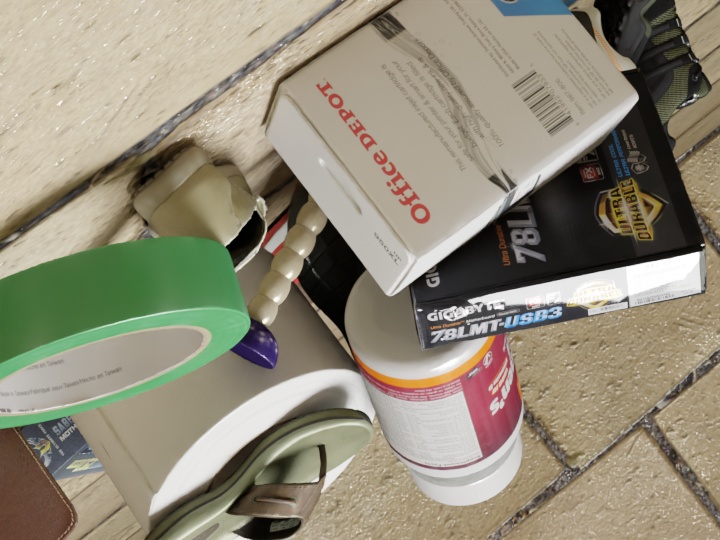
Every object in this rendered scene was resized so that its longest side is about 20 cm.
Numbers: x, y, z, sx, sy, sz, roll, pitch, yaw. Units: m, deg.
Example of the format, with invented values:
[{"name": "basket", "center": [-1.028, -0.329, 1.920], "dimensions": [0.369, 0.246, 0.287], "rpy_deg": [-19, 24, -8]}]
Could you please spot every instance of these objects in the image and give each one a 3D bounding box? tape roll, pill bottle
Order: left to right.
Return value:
[{"name": "tape roll", "center": [-0.167, 0.040, 1.158], "dimensions": [0.199, 0.049, 0.201], "rpy_deg": [-18, 167, -4]}, {"name": "tape roll", "center": [-0.106, 0.098, 1.439], "dimensions": [0.202, 0.139, 0.203], "rpy_deg": [-29, 150, -19]}, {"name": "pill bottle", "center": [0.060, 0.082, 1.396], "dimensions": [0.109, 0.110, 0.201], "rpy_deg": [-37, 143, -13]}]

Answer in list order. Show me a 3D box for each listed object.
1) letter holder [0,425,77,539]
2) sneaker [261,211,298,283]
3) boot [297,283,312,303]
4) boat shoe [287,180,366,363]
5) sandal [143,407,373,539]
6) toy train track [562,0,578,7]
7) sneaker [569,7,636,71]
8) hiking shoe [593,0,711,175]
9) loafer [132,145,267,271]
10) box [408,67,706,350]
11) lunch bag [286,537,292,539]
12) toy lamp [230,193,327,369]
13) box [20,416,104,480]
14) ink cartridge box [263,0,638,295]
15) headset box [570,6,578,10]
[{"name": "letter holder", "center": [-0.296, 0.174, 1.205], "dimensions": [0.199, 0.143, 0.101], "rpy_deg": [-33, 170, -39]}, {"name": "sneaker", "center": [-0.014, -0.008, 1.567], "dimensions": [0.078, 0.116, 0.200], "rpy_deg": [-34, 171, -27]}, {"name": "boot", "center": [0.015, -0.027, 1.723], "dimensions": [0.199, 0.065, 0.186], "rpy_deg": [-27, 178, -41]}, {"name": "boat shoe", "center": [0.000, 0.000, 1.458], "dimensions": [0.075, 0.201, 0.074], "rpy_deg": [-13, -143, 15]}, {"name": "sandal", "center": [-0.069, 0.172, 1.380], "dimensions": [0.200, 0.057, 0.080], "rpy_deg": [-37, 151, -4]}, {"name": "toy train track", "center": [0.147, -0.210, 1.422], "dimensions": [0.199, 0.033, 0.115], "rpy_deg": [-32, -171, 34]}, {"name": "sneaker", "center": [0.198, -0.114, 1.462], "dimensions": [0.080, 0.201, 0.073], "rpy_deg": [-49, -151, -23]}, {"name": "hiking shoe", "center": [0.244, -0.179, 1.599], "dimensions": [0.076, 0.100, 0.202], "rpy_deg": [-8, -114, 68]}, {"name": "loafer", "center": [-0.097, -0.027, 1.252], "dimensions": [0.075, 0.068, 0.200], "rpy_deg": [-39, 172, 4]}, {"name": "box", "center": [0.121, -0.047, 1.327], "dimensions": [0.196, 0.201, 0.050], "rpy_deg": [-9, 133, 1]}, {"name": "lunch bag", "center": [-0.133, 0.195, 1.849], "dimensions": [0.117, 0.201, 0.164], "rpy_deg": [-33, 170, -29]}, {"name": "toy lamp", "center": [-0.037, -0.032, 1.336], "dimensions": [0.201, 0.058, 0.058], "rpy_deg": [-63, 178, -14]}, {"name": "box", "center": [-0.193, 0.105, 1.607], "dimensions": [0.158, 0.051, 0.200], "rpy_deg": [-43, 171, 6]}, {"name": "ink cartridge box", "center": [0.057, -0.102, 1.260], "dimensions": [0.199, 0.145, 0.084], "rpy_deg": [-35, 171, -21]}, {"name": "headset box", "center": [0.107, -0.123, 1.542], "dimensions": [0.199, 0.075, 0.149], "rpy_deg": [-35, -177, -22]}]
